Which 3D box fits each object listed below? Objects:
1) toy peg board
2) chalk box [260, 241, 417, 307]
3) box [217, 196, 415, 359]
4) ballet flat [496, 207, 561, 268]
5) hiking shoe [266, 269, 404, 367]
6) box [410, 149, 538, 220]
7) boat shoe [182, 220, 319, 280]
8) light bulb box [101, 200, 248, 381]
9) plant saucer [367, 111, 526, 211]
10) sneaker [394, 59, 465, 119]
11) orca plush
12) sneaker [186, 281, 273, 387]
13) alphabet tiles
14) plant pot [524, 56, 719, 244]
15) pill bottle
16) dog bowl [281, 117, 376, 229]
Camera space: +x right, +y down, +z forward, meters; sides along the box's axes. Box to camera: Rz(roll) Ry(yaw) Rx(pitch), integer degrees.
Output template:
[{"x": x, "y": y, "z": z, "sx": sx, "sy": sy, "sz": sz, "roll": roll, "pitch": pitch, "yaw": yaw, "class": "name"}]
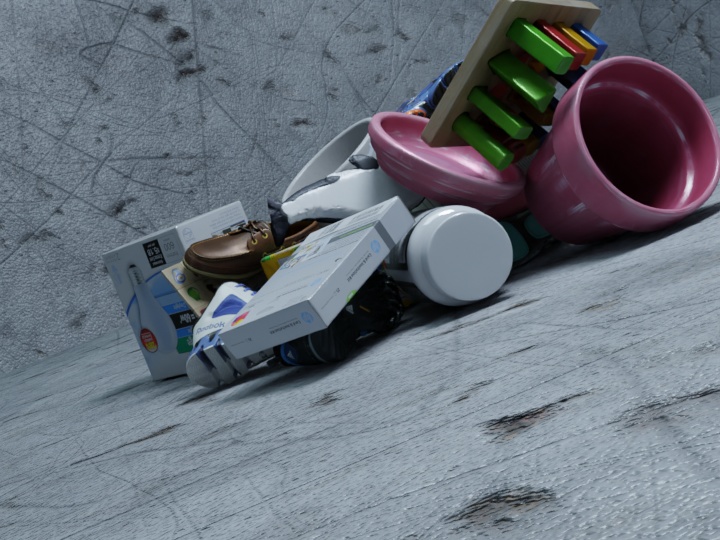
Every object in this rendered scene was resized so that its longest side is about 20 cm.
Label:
[{"x": 0.204, "y": -0.208, "z": 1.515, "sx": 0.199, "sy": 0.098, "sz": 0.200, "roll": -8, "pitch": -43, "yaw": -50, "class": "toy peg board"}, {"x": 0.000, "y": 0.000, "z": 1.654, "sx": 0.200, "sy": 0.124, "sz": 0.124, "roll": -25, "pitch": 6, "yaw": -31, "class": "chalk box"}, {"x": -0.046, "y": 0.007, "z": 1.420, "sx": 0.156, "sy": 0.041, "sz": 0.200, "roll": -22, "pitch": 19, "yaw": 44, "class": "box"}, {"x": 0.197, "y": -0.034, "z": 1.652, "sx": 0.200, "sy": 0.074, "sz": 0.074, "roll": -21, "pitch": 4, "yaw": -28, "class": "ballet flat"}, {"x": -0.025, "y": 0.052, "z": 1.456, "sx": 0.087, "sy": 0.074, "sz": 0.200, "roll": -17, "pitch": 6, "yaw": 34, "class": "hiking shoe"}, {"x": 0.153, "y": -0.109, "z": 1.693, "sx": 0.200, "sy": 0.128, "sz": 0.109, "roll": -35, "pitch": -28, "yaw": -7, "class": "box"}, {"x": -0.139, "y": -0.036, "z": 1.678, "sx": 0.200, "sy": 0.068, "sz": 0.072, "roll": -9, "pitch": 38, "yaw": -37, "class": "boat shoe"}, {"x": -0.228, "y": 0.032, "z": 1.799, "sx": 0.125, "sy": 0.200, "sz": 0.198, "roll": -27, "pitch": 7, "yaw": -42, "class": "light bulb box"}, {"x": 0.098, "y": -0.127, "z": 1.552, "sx": 0.200, "sy": 0.051, "sz": 0.201, "roll": 20, "pitch": 21, "yaw": -8, "class": "plant saucer"}, {"x": 0.092, "y": -0.211, "z": 1.680, "sx": 0.200, "sy": 0.075, "sz": 0.078, "roll": -37, "pitch": 22, "yaw": -15, "class": "sneaker"}, {"x": -0.018, "y": -0.072, "z": 1.584, "sx": 0.200, "sy": 0.105, "sz": 0.071, "roll": -27, "pitch": -12, "yaw": -19, "class": "orca plush"}, {"x": -0.120, "y": 0.052, "z": 1.541, "sx": 0.199, "sy": 0.081, "sz": 0.115, "roll": -20, "pitch": 42, "yaw": 3, "class": "sneaker"}, {"x": -0.138, "y": 0.031, "z": 1.688, "sx": 0.200, "sy": 0.167, "sz": 0.008, "roll": -27, "pitch": -19, "yaw": -47, "class": "alphabet tiles"}, {"x": 0.289, "y": -0.121, "z": 1.513, "sx": 0.200, "sy": 0.200, "sz": 0.179, "roll": -23, "pitch": -10, "yaw": -30, "class": "plant pot"}, {"x": 0.099, "y": -0.017, "z": 1.472, "sx": 0.114, "sy": 0.114, "sz": 0.200, "roll": -21, "pitch": 5, "yaw": -10, "class": "pill bottle"}, {"x": -0.027, "y": -0.132, "z": 1.787, "sx": 0.200, "sy": 0.059, "sz": 0.200, "roll": -39, "pitch": 18, "yaw": 15, "class": "dog bowl"}]
